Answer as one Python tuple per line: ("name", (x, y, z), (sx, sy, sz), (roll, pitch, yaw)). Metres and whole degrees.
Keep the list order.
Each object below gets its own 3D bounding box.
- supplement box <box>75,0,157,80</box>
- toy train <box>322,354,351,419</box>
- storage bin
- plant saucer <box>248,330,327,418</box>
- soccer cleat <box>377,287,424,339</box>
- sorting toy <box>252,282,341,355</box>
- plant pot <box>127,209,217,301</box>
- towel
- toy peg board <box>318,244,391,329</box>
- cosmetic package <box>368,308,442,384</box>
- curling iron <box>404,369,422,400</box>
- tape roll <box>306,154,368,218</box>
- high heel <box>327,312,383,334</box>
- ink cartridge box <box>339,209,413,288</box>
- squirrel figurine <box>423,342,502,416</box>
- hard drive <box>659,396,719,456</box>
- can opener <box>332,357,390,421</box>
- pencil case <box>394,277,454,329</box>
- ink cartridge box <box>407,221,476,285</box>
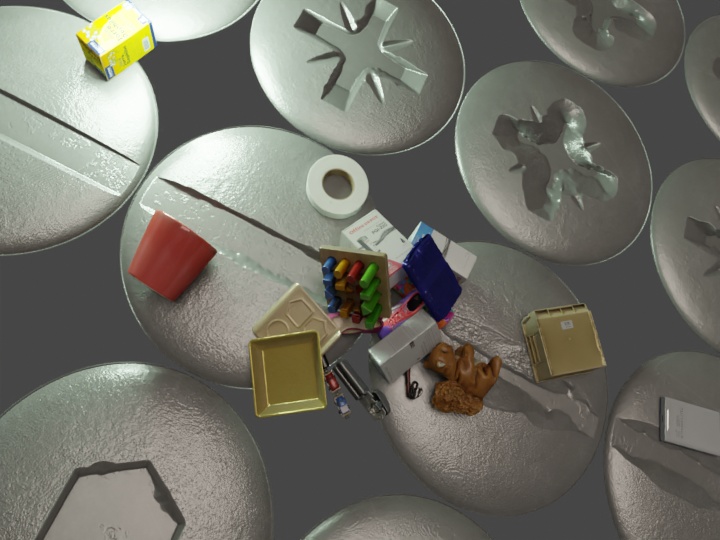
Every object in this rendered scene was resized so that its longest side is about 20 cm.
("supplement box", (-0.735, -0.700, 1.641), (0.108, 0.110, 0.201), (41, 69, 4))
("toy train", (-0.076, 0.310, 1.487), (0.033, 0.046, 0.204), (-22, 78, -18))
("storage bin", (0.615, 0.218, 1.648), (0.193, 0.094, 0.205), (-6, 73, -14))
("plant saucer", (-0.190, 0.275, 1.441), (0.193, 0.048, 0.207), (-8, 81, 5))
("soccer cleat", (0.119, 0.123, 1.541), (0.068, 0.073, 0.200), (46, 100, 5))
("sorting toy", (-0.175, 0.168, 1.498), (0.185, 0.036, 0.200), (-44, 81, -2))
("plant pot", (-0.508, -0.032, 1.435), (0.197, 0.201, 0.180), (32, 78, 0))
("towel", (0.195, 0.021, 1.492), (0.148, 0.049, 0.202), (-47, 111, -36))
("toy peg board", (-0.026, 0.053, 1.455), (0.193, 0.205, 0.098), (8, 36, 21))
("cosmetic package", (0.127, 0.211, 1.508), (0.198, 0.103, 0.074), (-38, 45, -9))
("curling iron", (0.145, 0.271, 1.556), (0.048, 0.026, 0.206), (-14, 62, 16))
("tape roll", (-0.072, -0.261, 1.683), (0.196, 0.037, 0.210), (4, 72, -11))
("high heel", (-0.033, 0.152, 1.520), (0.193, 0.096, 0.070), (8, 78, -11))
("ink cartridge box", (0.053, -0.057, 1.545), (0.144, 0.086, 0.200), (-34, 65, -28))
("squirrel figurine", (0.266, 0.300, 1.508), (0.182, 0.141, 0.206), (22, 79, -19))
("hard drive", (1.028, 0.486, 1.687), (0.194, 0.025, 0.136), (16, 69, -7))
("can opener", (0.006, 0.327, 1.507), (0.201, 0.053, 0.066), (51, 37, 7))
("pencil case", (0.189, 0.084, 1.603), (0.088, 0.089, 0.200), (-41, 86, -21))
("ink cartridge box", (0.226, -0.035, 1.615), (0.197, 0.147, 0.087), (32, 66, 0))
